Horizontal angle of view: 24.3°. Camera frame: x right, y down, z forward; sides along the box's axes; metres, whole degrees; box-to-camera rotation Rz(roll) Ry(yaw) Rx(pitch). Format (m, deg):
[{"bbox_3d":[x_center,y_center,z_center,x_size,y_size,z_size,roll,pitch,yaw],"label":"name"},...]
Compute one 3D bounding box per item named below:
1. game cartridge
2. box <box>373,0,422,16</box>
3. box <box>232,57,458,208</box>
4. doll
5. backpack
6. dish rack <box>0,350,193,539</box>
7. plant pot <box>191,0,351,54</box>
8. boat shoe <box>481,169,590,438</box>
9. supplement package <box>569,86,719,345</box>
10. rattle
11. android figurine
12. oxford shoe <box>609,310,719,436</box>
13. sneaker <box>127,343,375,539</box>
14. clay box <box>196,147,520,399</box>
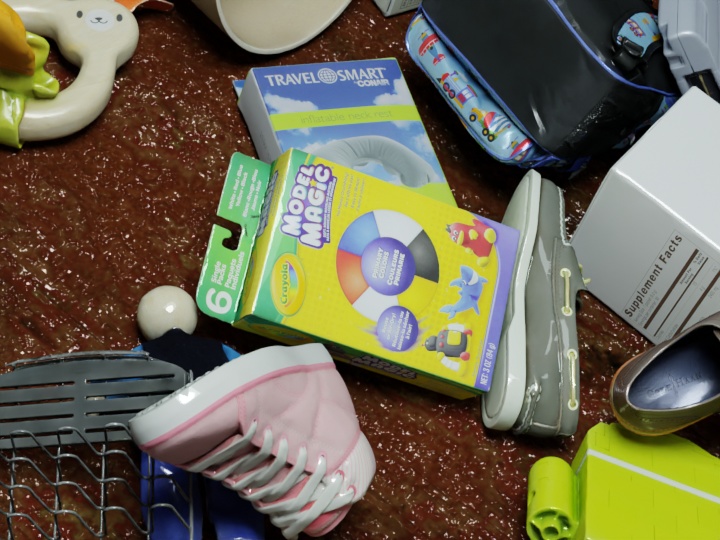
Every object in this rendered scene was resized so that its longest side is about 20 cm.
[{"bbox_3d":[0.275,-0.151,1.273,0.040,0.200,0.134,-15,44,23],"label":"game cartridge"},{"bbox_3d":[0.090,-0.284,1.362,0.199,0.095,0.078,-20,61,-32],"label":"box"},{"bbox_3d":[-0.008,-0.077,1.198,0.121,0.048,0.201,-6,57,-24],"label":"box"},{"bbox_3d":[-0.111,0.093,1.030,0.135,0.049,0.202,1,54,-19],"label":"doll"},{"bbox_3d":[0.155,-0.164,1.264,0.183,0.135,0.199,51,27,20],"label":"backpack"},{"bbox_3d":[-0.162,0.133,0.943,0.151,0.055,0.202,-4,61,0],"label":"dish rack"},{"bbox_3d":[-0.107,-0.293,1.261,0.199,0.189,0.187,36,49,28],"label":"plant pot"},{"bbox_3d":[0.124,0.023,1.152,0.060,0.072,0.204,14,57,-10],"label":"boat shoe"},{"bbox_3d":[0.264,-0.007,1.188,0.200,0.120,0.121,40,54,13],"label":"supplement package"},{"bbox_3d":[-0.206,-0.190,1.162,0.130,0.144,0.199,32,54,32],"label":"rattle"},{"bbox_3d":[0.190,0.163,1.052,0.180,0.041,0.201,20,28,-4],"label":"android figurine"},{"bbox_3d":[0.253,0.049,1.062,0.199,0.073,0.072,-30,80,3],"label":"oxford shoe"},{"bbox_3d":[-0.049,0.103,0.945,0.106,0.075,0.200,64,21,9],"label":"sneaker"},{"bbox_3d":[0.000,0.000,1.092,0.198,0.048,0.116,19,73,-20],"label":"clay box"}]
